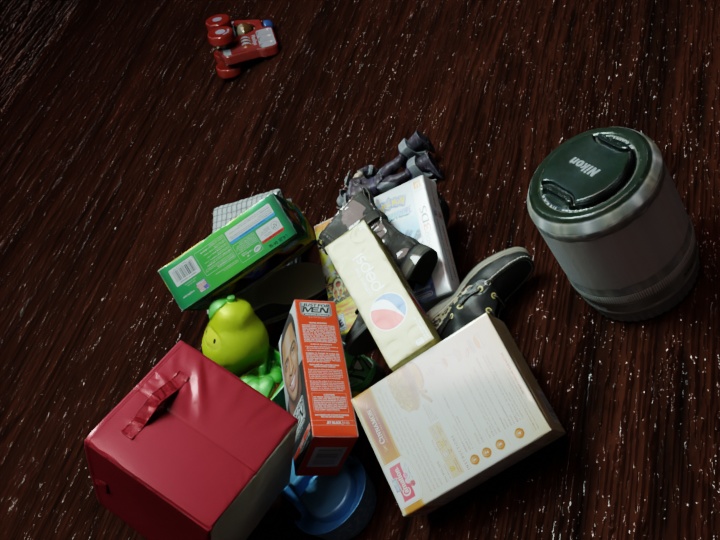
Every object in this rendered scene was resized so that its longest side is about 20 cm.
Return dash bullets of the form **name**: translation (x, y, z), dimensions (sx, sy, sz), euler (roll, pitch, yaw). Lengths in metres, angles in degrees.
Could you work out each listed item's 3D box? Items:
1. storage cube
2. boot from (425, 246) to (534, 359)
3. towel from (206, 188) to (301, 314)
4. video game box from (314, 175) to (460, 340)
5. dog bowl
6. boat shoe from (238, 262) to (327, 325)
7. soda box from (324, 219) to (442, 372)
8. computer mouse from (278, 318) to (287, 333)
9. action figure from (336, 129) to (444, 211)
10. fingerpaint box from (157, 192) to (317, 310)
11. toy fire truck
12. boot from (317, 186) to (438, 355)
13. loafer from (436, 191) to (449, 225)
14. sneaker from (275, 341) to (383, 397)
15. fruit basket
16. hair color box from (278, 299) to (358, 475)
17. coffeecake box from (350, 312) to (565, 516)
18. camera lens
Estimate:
- **storage cube**: translation (-0.197, 0.230, 1.039), dimensions (0.179, 0.201, 0.171), euler (31, 53, 14)
- **boot**: translation (0.169, 0.072, 1.125), dimensions (0.199, 0.073, 0.151), euler (-37, 38, 3)
- **towel**: translation (-0.181, -0.023, 1.492), dimensions (0.164, 0.085, 0.202), euler (-14, 66, 33)
- **video game box**: translation (0.036, -0.016, 1.261), dimensions (0.199, 0.047, 0.184), euler (-24, 64, 26)
- **dog bowl**: translation (-0.051, 0.275, 1.136), dimensions (0.112, 0.050, 0.200), euler (-46, 36, -7)
- **boat shoe**: translation (-0.126, 0.046, 1.363), dimensions (0.199, 0.063, 0.072), euler (-21, 50, 19)
- **soda box**: translation (0.031, 0.036, 1.110), dimensions (0.067, 0.064, 0.201), euler (-34, 59, 8)
- **computer mouse**: translation (-0.079, 0.083, 1.318), dimensions (0.058, 0.034, 0.200), euler (-24, 5, -19)
- **action figure**: translation (0.039, -0.149, 1.476), dimensions (0.199, 0.069, 0.131), euler (-28, 45, 23)
- **fingerpaint box**: translation (-0.172, -0.021, 1.280), dimensions (0.199, 0.074, 0.167), euler (-33, -6, 5)
- **toy fire truck**: translation (-0.293, -0.577, 2.185), dimensions (0.166, 0.113, 0.201), euler (-13, 39, -4)
- **boot**: translation (0.000, 0.000, 1.218), dimensions (0.174, 0.069, 0.201), euler (36, 89, 33)
- **loafer**: translation (0.081, -0.020, 1.305), dimensions (0.073, 0.072, 0.201), euler (31, 94, 32)
- **sneaker**: translation (-0.057, 0.122, 1.266), dimensions (0.199, 0.085, 0.078), euler (6, 56, 45)
- **fruit basket**: translation (-0.180, 0.140, 1.262), dimensions (0.156, 0.216, 0.215), euler (-47, 37, -10)
- **hair color box**: translation (-0.057, 0.147, 1.109), dimensions (0.102, 0.061, 0.201), euler (114, 154, -46)
- **coffeecake box**: translation (0.111, 0.171, 1.017), dimensions (0.199, 0.073, 0.154), euler (-34, 65, 16)
- **camera lens**: translation (0.301, -0.055, 1.030), dimensions (0.159, 0.200, 0.161), euler (-23, 40, 21)
